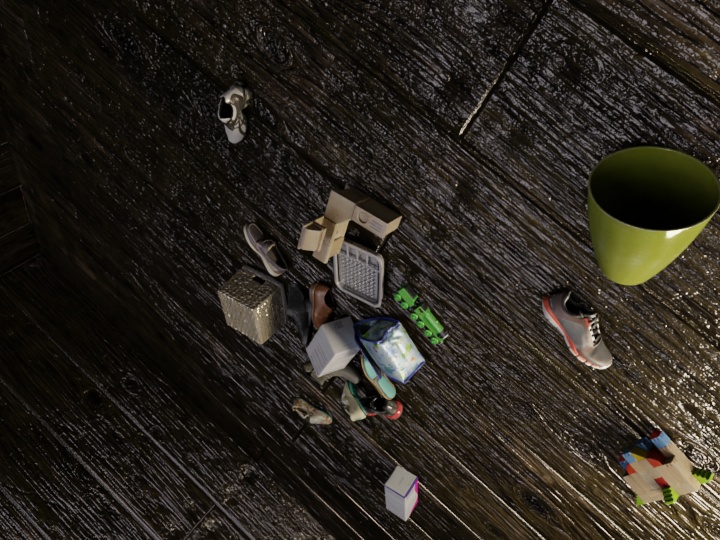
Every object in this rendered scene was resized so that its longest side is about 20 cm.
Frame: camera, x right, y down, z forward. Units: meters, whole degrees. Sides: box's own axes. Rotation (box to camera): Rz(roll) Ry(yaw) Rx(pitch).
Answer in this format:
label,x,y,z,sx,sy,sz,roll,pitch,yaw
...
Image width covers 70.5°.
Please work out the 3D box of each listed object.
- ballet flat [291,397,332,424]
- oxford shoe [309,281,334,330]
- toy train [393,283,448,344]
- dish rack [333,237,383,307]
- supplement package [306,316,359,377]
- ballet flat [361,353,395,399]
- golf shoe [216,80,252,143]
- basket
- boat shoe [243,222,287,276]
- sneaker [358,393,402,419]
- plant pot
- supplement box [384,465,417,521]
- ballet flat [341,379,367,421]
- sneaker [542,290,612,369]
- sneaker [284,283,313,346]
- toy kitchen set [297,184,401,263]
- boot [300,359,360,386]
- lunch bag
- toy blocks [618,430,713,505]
label,x,y,z,sx,sy,sz,roll,pitch,yaw
ballet flat,-0.216,0.623,2.203,0.199,0.064,0.076,22,135,27
oxford shoe,-0.118,0.132,1.674,0.071,0.071,0.201,16,132,26
toy train,0.171,0.121,1.415,0.200,0.042,0.056,49,132,-3
dish rack,0.000,0.000,1.464,0.171,0.044,0.201,25,137,25
supplement package,-0.090,0.256,1.694,0.110,0.113,0.200,63,147,21
ballet flat,0.047,0.353,1.717,0.063,0.068,0.201,-1,122,60
golf shoe,-0.359,-0.420,1.392,0.078,0.095,0.201,37,143,10
basket,-0.386,0.125,1.847,0.197,0.161,0.201,24,139,25
boat shoe,-0.306,-0.075,1.672,0.065,0.072,0.201,-21,105,38
sneaker,0.050,0.471,1.793,0.199,0.071,0.098,-6,147,44
plant pot,0.473,-0.072,0.868,0.186,0.188,0.201,22,151,28
supplement box,0.167,0.901,2.057,0.103,0.101,0.201,21,135,30
ballet flat,-0.035,0.461,1.806,0.200,0.069,0.070,-124,11,-64
sneaker,0.483,0.126,1.097,0.200,0.077,0.082,46,136,-1
sneaker,-0.210,0.151,1.730,0.103,0.060,0.202,9,92,10
toy kitchen set,-0.036,-0.077,1.293,0.180,0.163,0.201,32,124,18
boot,-0.109,0.373,1.825,0.199,0.131,0.068,33,141,17
lunch bag,0.070,0.237,1.554,0.171,0.127,0.200,58,157,-19
toy blocks,0.685,0.460,1.198,0.137,0.100,0.200,50,143,14
